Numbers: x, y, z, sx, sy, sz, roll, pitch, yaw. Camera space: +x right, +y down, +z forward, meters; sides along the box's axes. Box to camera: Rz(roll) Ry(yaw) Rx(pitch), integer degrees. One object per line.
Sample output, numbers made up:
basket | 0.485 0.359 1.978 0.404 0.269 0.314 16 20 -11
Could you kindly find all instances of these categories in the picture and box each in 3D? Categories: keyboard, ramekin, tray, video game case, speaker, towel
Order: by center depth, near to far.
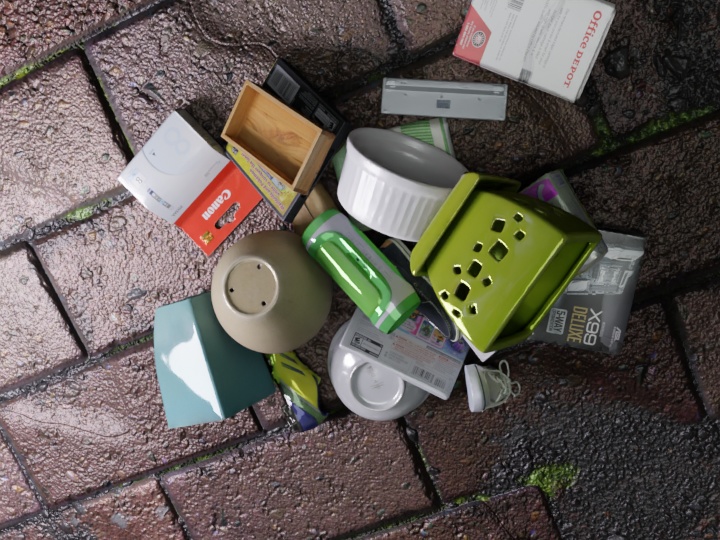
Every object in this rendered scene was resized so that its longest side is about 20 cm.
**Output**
ramekin | 0.061 -0.127 1.239 0.198 0.201 0.099 21 116 1
tray | -0.129 -0.205 1.258 0.199 0.037 0.100 38 106 36
speaker | 0.000 0.000 1.269 0.200 0.088 0.089 47 108 11
video game case | -0.118 -0.206 1.289 0.200 0.025 0.182 48 112 34
keyboard | 0.131 -0.270 1.299 0.197 0.011 0.057 5 101 7
towel | 0.061 -0.156 1.341 0.197 0.023 0.155 -13 103 13
video game case | 0.090 0.087 1.360 0.198 0.024 0.184 26 75 0

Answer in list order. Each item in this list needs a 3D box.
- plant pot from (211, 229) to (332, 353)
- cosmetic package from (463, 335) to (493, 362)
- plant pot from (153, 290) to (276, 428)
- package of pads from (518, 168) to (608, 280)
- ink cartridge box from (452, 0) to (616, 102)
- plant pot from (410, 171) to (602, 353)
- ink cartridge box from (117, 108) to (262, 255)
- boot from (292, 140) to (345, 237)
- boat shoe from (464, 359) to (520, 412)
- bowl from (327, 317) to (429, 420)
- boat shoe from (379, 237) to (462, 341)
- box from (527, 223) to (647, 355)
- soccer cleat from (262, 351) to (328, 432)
plant pot | -0.151 0.029 1.292 0.197 0.134 0.204 -1 85 9
cosmetic package | 0.163 0.044 1.319 0.050 0.083 0.201 -33 79 -20
plant pot | -0.263 0.142 1.402 0.140 0.141 0.203 -15 93 34
package of pads | 0.264 -0.039 1.279 0.199 0.068 0.156 -35 80 34
ink cartridge box | 0.254 -0.356 1.221 0.197 0.083 0.149 22 109 2
plant pot | 0.196 -0.025 1.166 0.181 0.198 0.201 42 111 22
ink cartridge box | -0.283 -0.142 1.380 0.200 0.047 0.160 45 107 -4
boot | -0.052 -0.113 1.341 0.174 0.066 0.202 -21 102 37
boat shoe | 0.214 0.185 1.330 0.085 0.202 0.076 -8 84 7
bowl | 0.033 0.178 1.409 0.198 0.090 0.204 2 107 7
boat shoe | 0.088 0.038 1.320 0.062 0.075 0.201 -33 76 -22
box | 0.362 0.025 1.336 0.155 0.050 0.203 10 107 6
soccer cleat | -0.117 0.186 1.458 0.083 0.065 0.203 -23 99 -16
